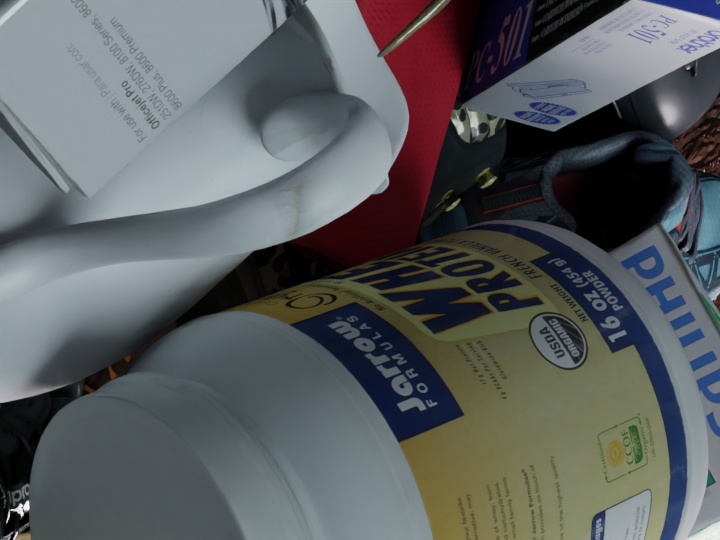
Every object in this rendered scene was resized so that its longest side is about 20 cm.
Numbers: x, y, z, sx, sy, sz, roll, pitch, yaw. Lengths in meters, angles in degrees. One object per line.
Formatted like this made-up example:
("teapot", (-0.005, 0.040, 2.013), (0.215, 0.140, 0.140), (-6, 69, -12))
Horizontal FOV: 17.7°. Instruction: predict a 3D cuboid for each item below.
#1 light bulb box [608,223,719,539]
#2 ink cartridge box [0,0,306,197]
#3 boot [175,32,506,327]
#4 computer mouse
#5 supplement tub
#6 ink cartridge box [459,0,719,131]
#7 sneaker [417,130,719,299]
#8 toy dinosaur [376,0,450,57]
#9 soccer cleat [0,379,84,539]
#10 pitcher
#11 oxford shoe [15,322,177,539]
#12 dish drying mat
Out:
("light bulb box", (0.090, 0.106, 1.000), (0.200, 0.125, 0.198), (-30, 155, 8))
("ink cartridge box", (-0.063, -0.142, 0.687), (0.200, 0.145, 0.084), (-43, 144, -5))
("boot", (0.001, -0.001, 0.909), (0.154, 0.073, 0.204), (-29, 108, -30))
("computer mouse", (0.107, -0.098, 1.005), (0.140, 0.046, 0.200), (-35, 144, -19))
("supplement tub", (0.004, 0.072, 0.778), (0.200, 0.144, 0.145), (-19, 137, -40))
("ink cartridge box", (0.089, -0.113, 0.811), (0.044, 0.200, 0.094), (14, 82, -11))
("sneaker", (0.125, -0.018, 1.039), (0.200, 0.080, 0.095), (-5, 163, -42))
("toy dinosaur", (0.058, -0.162, 0.758), (0.058, 0.201, 0.101), (18, 149, -18))
("soccer cleat", (-0.136, 0.070, 0.796), (0.081, 0.200, 0.068), (0, 107, 0))
("pitcher", (-0.084, -0.024, 0.739), (0.199, 0.172, 0.122), (-21, 107, 5))
("oxford shoe", (-0.092, 0.048, 0.937), (0.200, 0.071, 0.073), (-28, 118, -26))
("dish drying mat", (0.017, -0.096, 0.855), (0.077, 0.018, 0.201), (27, 75, -55))
